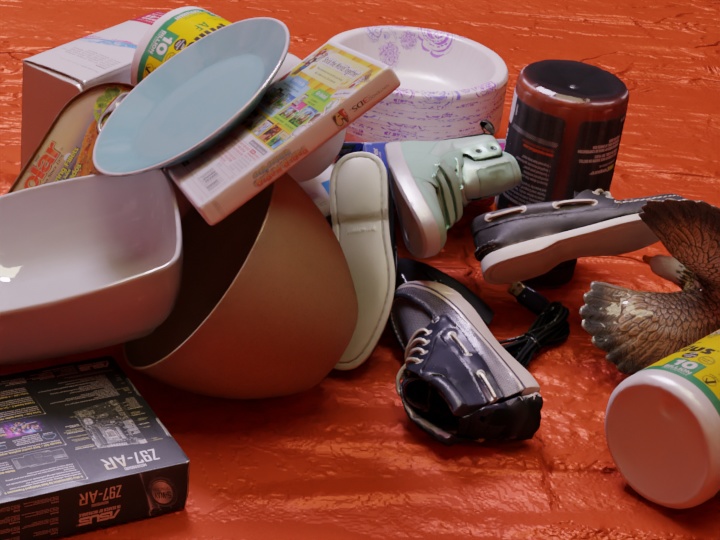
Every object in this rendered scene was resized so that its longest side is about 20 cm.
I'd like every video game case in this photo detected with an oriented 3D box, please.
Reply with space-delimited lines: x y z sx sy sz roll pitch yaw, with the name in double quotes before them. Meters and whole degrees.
"video game case" -0.068 -0.115 1.461 0.182 0.023 0.200 -37 18 -4

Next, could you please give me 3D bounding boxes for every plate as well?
"plate" -0.138 -0.140 1.534 0.199 0.026 0.201 -27 29 17

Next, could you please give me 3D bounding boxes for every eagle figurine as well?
"eagle figurine" 0.300 0.016 1.600 0.150 0.153 0.200 -12 -6 34

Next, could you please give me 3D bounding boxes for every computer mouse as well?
"computer mouse" 0.093 0.021 1.639 0.199 0.046 0.140 27 36 33

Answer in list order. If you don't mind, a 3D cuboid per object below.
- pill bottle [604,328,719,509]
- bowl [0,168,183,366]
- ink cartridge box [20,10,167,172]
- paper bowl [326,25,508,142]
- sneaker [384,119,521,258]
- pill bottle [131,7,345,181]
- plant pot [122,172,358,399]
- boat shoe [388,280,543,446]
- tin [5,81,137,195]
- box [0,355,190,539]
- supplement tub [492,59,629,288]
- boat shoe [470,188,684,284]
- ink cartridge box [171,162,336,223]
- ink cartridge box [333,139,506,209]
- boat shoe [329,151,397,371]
"pill bottle" 0.297 0.106 1.462 0.199 0.113 0.113 -21 39 -40
"bowl" -0.236 0.003 1.463 0.199 0.075 0.200 -12 30 -4
"ink cartridge box" -0.236 -0.156 1.783 0.085 0.148 0.200 23 32 29
"paper bowl" 0.052 -0.179 1.934 0.199 0.105 0.201 5 29 -3
"sneaker" 0.087 -0.077 1.609 0.117 0.074 0.201 -10 24 0
"pill bottle" -0.109 -0.157 1.656 0.112 0.113 0.200 -18 37 -38
"plant pot" -0.080 0.026 1.477 0.134 0.200 0.201 34 20 -22
"boat shoe" 0.059 0.073 1.506 0.092 0.075 0.200 -5 30 -35
"tin" -0.248 -0.075 1.626 0.112 0.042 0.201 27 78 23
"box" -0.249 0.136 1.358 0.199 0.044 0.160 -10 33 -28
"supplement tub" 0.181 -0.087 1.693 0.106 0.201 0.107 7 28 -4
"boat shoe" 0.197 -0.042 1.625 0.199 0.074 0.061 -16 65 0
"ink cartridge box" -0.096 -0.058 1.700 0.199 0.086 0.146 25 33 32
"ink cartridge box" 0.053 -0.092 1.776 0.199 0.042 0.119 0 -15 -16
"boat shoe" -0.002 0.000 1.589 0.074 0.066 0.200 -5 67 8
